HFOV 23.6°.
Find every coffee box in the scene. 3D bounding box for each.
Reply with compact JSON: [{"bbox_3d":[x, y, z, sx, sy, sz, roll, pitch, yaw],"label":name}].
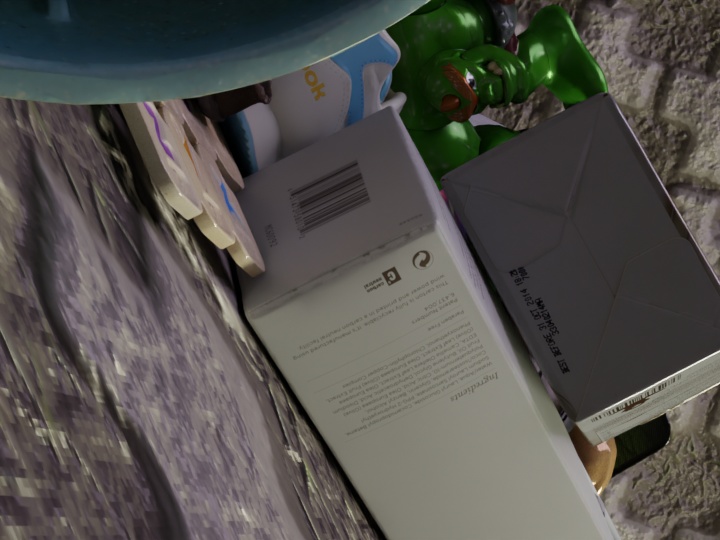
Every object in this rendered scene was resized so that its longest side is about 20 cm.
[{"bbox_3d":[0.106,0.008,0.762,0.115,0.080,0.200,63,5,11],"label":"coffee box"}]

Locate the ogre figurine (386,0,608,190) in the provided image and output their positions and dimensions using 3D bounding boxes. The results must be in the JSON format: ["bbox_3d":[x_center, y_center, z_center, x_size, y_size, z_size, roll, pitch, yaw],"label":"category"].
[{"bbox_3d":[0.059,-0.110,0.815,0.098,0.120,0.200,52,-26,30],"label":"ogre figurine"}]

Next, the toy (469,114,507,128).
[{"bbox_3d":[0.084,-0.049,0.991,0.115,0.047,0.200,24,11,-37],"label":"toy"}]

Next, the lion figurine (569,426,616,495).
[{"bbox_3d":[0.121,0.075,1.045,0.072,0.122,0.200,-15,95,-48],"label":"lion figurine"}]

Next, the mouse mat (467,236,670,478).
[{"bbox_3d":[0.099,0.054,1.107,0.008,0.161,0.200,-7,66,-50],"label":"mouse mat"}]

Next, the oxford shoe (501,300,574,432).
[{"bbox_3d":[0.073,0.051,0.880,0.084,0.073,0.200,55,36,-23],"label":"oxford shoe"}]

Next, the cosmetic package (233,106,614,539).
[{"bbox_3d":[0.029,0.048,0.712,0.200,0.085,0.108,61,6,-29],"label":"cosmetic package"}]

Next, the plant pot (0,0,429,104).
[{"bbox_3d":[-0.065,-0.165,0.342,0.200,0.200,0.196,60,-2,-37],"label":"plant pot"}]

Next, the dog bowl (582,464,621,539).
[{"bbox_3d":[0.119,0.195,0.922,0.200,0.079,0.200,63,5,-11],"label":"dog bowl"}]

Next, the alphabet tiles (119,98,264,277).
[{"bbox_3d":[-0.090,-0.093,0.616,0.196,0.015,0.200,65,5,17],"label":"alphabet tiles"}]

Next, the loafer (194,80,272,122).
[{"bbox_3d":[-0.023,-0.153,0.657,0.073,0.071,0.200,27,75,-85],"label":"loafer"}]

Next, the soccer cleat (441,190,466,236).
[{"bbox_3d":[0.025,-0.045,0.931,0.073,0.068,0.200,-124,-160,-76],"label":"soccer cleat"}]

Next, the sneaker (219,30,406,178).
[{"bbox_3d":[-0.022,-0.069,0.786,0.077,0.081,0.200,63,-4,4],"label":"sneaker"}]
